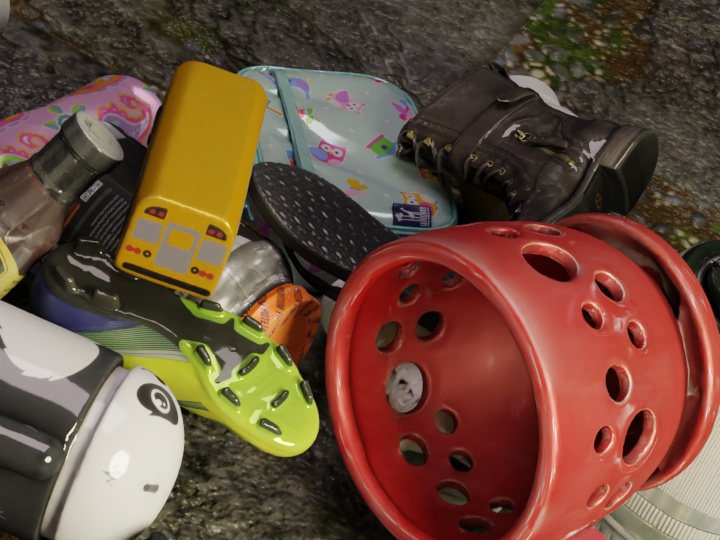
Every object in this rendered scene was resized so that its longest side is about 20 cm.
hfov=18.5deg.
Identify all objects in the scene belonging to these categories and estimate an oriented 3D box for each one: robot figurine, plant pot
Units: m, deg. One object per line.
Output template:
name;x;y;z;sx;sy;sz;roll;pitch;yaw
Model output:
robot figurine;-0.201;0.086;1.292;0.200;0.125;0.150;24;43;2
plant pot;0.107;0.066;1.336;0.182;0.201;0.200;-11;47;-38

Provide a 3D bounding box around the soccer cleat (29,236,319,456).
soccer cleat;-0.113;0.054;1.351;0.200;0.084;0.065;32;50;5

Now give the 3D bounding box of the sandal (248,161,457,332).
sandal;0.000;0.001;1.452;0.200;0.048;0.075;34;33;-19

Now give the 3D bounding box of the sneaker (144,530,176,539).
sneaker;-0.102;0.213;1.222;0.075;0.079;0.200;51;0;-28

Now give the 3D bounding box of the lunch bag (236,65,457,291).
lunch bag;-0.023;-0.068;1.628;0.160;0.077;0.200;6;39;-22

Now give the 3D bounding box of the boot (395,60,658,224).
boot;0.096;-0.063;1.559;0.174;0.069;0.200;23;51;32

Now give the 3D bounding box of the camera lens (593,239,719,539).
camera lens;0.241;0.093;1.454;0.160;0.200;0.160;14;36;-11

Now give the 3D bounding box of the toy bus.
toy bus;-0.103;-0.064;1.369;0.065;0.078;0.200;18;35;-7

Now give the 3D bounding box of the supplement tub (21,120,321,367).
supplement tub;-0.131;0.002;1.442;0.200;0.123;0.122;37;38;19

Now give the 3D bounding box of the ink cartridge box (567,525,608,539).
ink cartridge box;0.147;0.260;1.280;0.145;0.083;0.200;-17;52;-46

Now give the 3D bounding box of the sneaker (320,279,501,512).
sneaker;0.035;0.082;1.468;0.200;0.074;0.116;35;34;15

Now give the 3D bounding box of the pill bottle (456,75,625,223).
pill bottle;0.133;-0.058;1.669;0.111;0.111;0.200;8;38;-19

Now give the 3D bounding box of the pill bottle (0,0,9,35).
pill bottle;-0.348;-0.177;1.572;0.104;0.104;0.200;40;40;23

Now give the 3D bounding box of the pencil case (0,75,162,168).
pencil case;-0.223;-0.074;1.526;0.087;0.088;0.200;38;39;21

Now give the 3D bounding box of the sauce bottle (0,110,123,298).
sauce bottle;-0.229;-0.019;1.351;0.066;0.200;0.066;42;15;-15
